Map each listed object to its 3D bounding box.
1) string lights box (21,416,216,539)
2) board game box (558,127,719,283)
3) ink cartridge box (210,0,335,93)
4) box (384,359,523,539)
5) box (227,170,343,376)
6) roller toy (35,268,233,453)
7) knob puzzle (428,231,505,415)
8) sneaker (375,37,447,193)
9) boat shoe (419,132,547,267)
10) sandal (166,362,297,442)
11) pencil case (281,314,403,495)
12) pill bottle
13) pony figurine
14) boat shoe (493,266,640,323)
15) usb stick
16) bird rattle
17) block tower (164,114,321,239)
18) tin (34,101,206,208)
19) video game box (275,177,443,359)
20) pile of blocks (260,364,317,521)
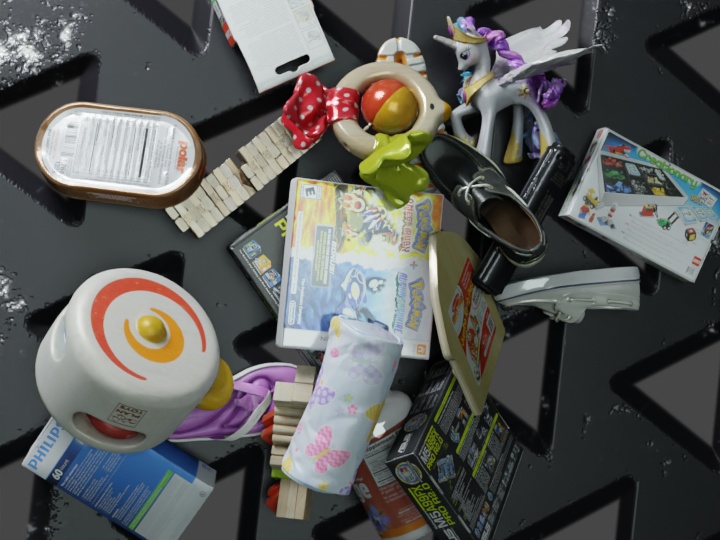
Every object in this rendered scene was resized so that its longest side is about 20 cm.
[{"bbox_3d":[-0.279,0.230,1.407,0.199,0.059,0.103,35,99,-10],"label":"string lights box"},{"bbox_3d":[0.371,-0.084,1.569,0.199,0.035,0.127,27,85,-11],"label":"board game box"},{"bbox_3d":[-0.120,-0.324,1.456,0.108,0.050,0.201,-25,96,-11],"label":"ink cartridge box"},{"bbox_3d":[0.117,0.220,1.435,0.044,0.200,0.161,-24,109,32],"label":"box"},{"bbox_3d":[-0.041,0.007,1.468,0.160,0.044,0.201,-35,97,-9],"label":"box"},{"bbox_3d":[-0.255,0.099,1.345,0.182,0.140,0.200,-25,73,-48],"label":"roller toy"},{"bbox_3d":[0.113,0.043,1.436,0.030,0.219,0.221,-12,93,24],"label":"knob puzzle"},{"bbox_3d":[0.059,-0.184,1.484,0.078,0.077,0.201,-9,98,-11],"label":"sneaker"},{"bbox_3d":[0.145,-0.090,1.418,0.072,0.068,0.200,-43,79,4],"label":"boat shoe"},{"bbox_3d":[-0.154,0.168,1.449,0.201,0.050,0.083,-16,94,-12],"label":"sandal"},{"bbox_3d":[-0.022,0.151,1.364,0.090,0.083,0.201,20,95,13],"label":"pencil case"},{"bbox_3d":[0.031,0.218,1.458,0.112,0.112,0.201,-28,95,-11],"label":"pill bottle"},{"bbox_3d":[0.192,-0.226,1.484,0.192,0.167,0.201,-13,109,-9],"label":"pony figurine"},{"bbox_3d":[0.264,0.036,1.532,0.199,0.072,0.066,-5,87,-20],"label":"boat shoe"},{"bbox_3d":[0.199,-0.061,1.467,0.055,0.033,0.201,30,90,-51],"label":"usb stick"},{"bbox_3d":[0.012,-0.173,1.397,0.200,0.113,0.163,38,67,24],"label":"bird rattle"},{"bbox_3d":[-0.142,-0.114,1.450,0.200,0.058,0.054,-39,98,-7],"label":"block tower"},{"bbox_3d":[-0.279,-0.134,1.402,0.199,0.042,0.113,6,81,2],"label":"tin"},{"bbox_3d":[0.000,0.000,1.425,0.181,0.047,0.202,5,89,-15],"label":"video game box"},{"bbox_3d":[-0.087,0.207,1.452,0.062,0.082,0.201,5,100,6],"label":"pile of blocks"}]
